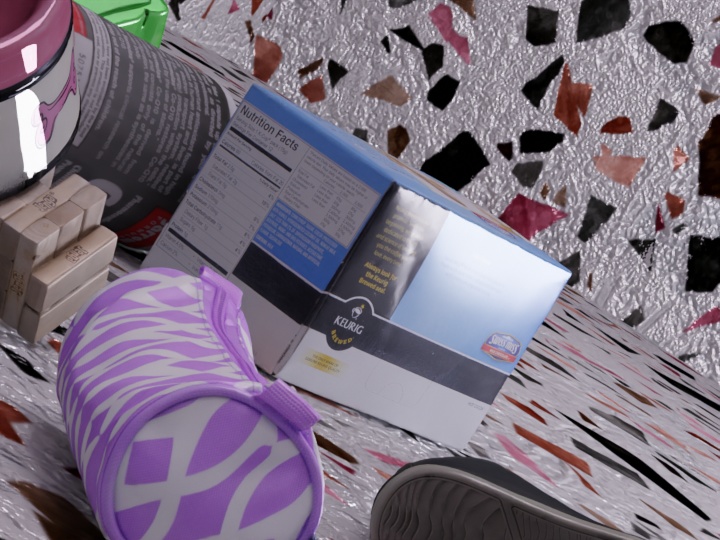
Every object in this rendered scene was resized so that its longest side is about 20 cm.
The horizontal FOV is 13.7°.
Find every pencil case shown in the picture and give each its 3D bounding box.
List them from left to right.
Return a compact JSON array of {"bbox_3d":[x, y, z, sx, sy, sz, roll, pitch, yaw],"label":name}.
[{"bbox_3d":[-0.065,0.054,1.096,0.084,0.086,0.200,32,4,-17],"label":"pencil case"}]

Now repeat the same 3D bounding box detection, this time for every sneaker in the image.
[{"bbox_3d":[0.100,0.136,1.326,0.200,0.075,0.106,31,7,0],"label":"sneaker"}]

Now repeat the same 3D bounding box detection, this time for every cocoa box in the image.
[{"bbox_3d":[0.000,0.000,1.735,0.133,0.131,0.200,35,6,37],"label":"cocoa box"}]

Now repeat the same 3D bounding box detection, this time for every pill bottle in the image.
[{"bbox_3d":[-0.143,-0.079,1.755,0.200,0.114,0.114,28,6,-40],"label":"pill bottle"}]

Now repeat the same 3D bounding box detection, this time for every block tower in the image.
[{"bbox_3d":[-0.202,-0.050,1.344,0.200,0.054,0.058,33,40,17],"label":"block tower"}]

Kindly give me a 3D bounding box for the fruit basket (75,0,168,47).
[{"bbox_3d":[-0.234,-0.164,1.976,0.215,0.216,0.155,35,36,31],"label":"fruit basket"}]

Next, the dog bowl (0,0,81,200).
[{"bbox_3d":[-0.216,-0.114,1.313,0.200,0.074,0.200,10,38,-8],"label":"dog bowl"}]
